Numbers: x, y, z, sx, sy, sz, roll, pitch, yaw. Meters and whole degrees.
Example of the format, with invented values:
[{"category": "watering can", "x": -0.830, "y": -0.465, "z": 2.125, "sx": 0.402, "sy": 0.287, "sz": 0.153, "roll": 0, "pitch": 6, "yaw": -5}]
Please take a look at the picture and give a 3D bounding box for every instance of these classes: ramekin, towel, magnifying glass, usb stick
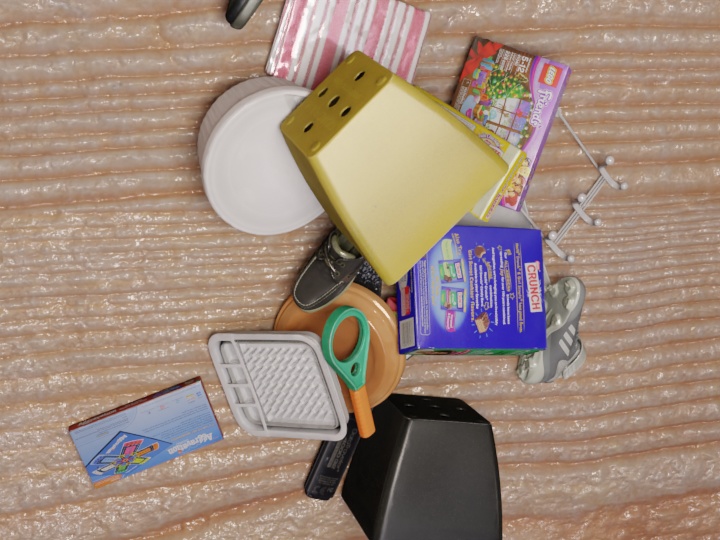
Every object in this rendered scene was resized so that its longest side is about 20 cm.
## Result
[{"category": "ramekin", "x": -0.117, "y": -0.154, "z": 1.309, "sx": 0.200, "sy": 0.094, "sz": 0.205, "roll": -14, "pitch": 126, "yaw": -20}, {"category": "towel", "x": -0.014, "y": -0.299, "z": 1.341, "sx": 0.198, "sy": 0.030, "sz": 0.148, "roll": 14, "pitch": 104, "yaw": -19}, {"category": "magnifying glass", "x": -0.008, "y": 0.140, "z": 1.379, "sx": 0.079, "sy": 0.022, "sz": 0.202, "roll": -35, "pitch": 127, "yaw": -37}, {"category": "usb stick", "x": -0.029, "y": 0.256, "z": 1.538, "sx": 0.055, "sy": 0.033, "sz": 0.202, "roll": 16, "pitch": 105, "yaw": -26}]

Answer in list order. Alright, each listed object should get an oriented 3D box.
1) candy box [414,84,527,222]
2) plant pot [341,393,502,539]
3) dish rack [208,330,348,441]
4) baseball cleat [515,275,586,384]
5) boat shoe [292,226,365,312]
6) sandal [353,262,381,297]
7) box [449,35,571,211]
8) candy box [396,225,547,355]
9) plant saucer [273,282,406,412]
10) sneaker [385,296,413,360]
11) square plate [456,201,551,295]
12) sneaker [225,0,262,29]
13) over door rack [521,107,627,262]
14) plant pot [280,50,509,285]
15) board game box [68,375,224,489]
[{"category": "candy box", "x": 0.118, "y": -0.157, "z": 1.342, "sx": 0.026, "sy": 0.200, "sz": 0.103, "roll": 18, "pitch": 107, "yaw": -53}, {"category": "plant pot", "x": 0.099, "y": 0.287, "z": 1.502, "sx": 0.197, "sy": 0.199, "sz": 0.180, "roll": 7, "pitch": 97, "yaw": -16}, {"category": "dish rack", "x": -0.109, "y": 0.154, "z": 1.425, "sx": 0.198, "sy": 0.044, "sz": 0.174, "roll": -2, "pitch": 116, "yaw": 34}, {"category": "baseball cleat", "x": 0.306, "y": 0.090, "z": 1.533, "sx": 0.105, "sy": 0.070, "sz": 0.201, "roll": 4, "pitch": 131, "yaw": -25}, {"category": "boat shoe", "x": -0.023, "y": -0.027, "z": 1.362, "sx": 0.201, "sy": 0.066, "sz": 0.072, "roll": -44, "pitch": 74, "yaw": 6}, {"category": "sandal", "x": 0.000, "y": 0.000, "z": 1.442, "sx": 0.074, "sy": 0.045, "sz": 0.202, "roll": 14, "pitch": 107, "yaw": -14}, {"category": "box", "x": 0.184, "y": -0.197, "z": 1.366, "sx": 0.135, "sy": 0.039, "sz": 0.202, "roll": 21, "pitch": 96, "yaw": 17}, {"category": "candy box", "x": 0.152, "y": 0.029, "z": 1.398, "sx": 0.197, "sy": 0.077, "sz": 0.172, "roll": 2, "pitch": 80, "yaw": -19}, {"category": "plant saucer", "x": -0.034, "y": 0.112, "z": 1.431, "sx": 0.197, "sy": 0.037, "sz": 0.203, "roll": 6, "pitch": 110, "yaw": 16}, {"category": "sneaker", "x": 0.049, "y": 0.082, "z": 1.464, "sx": 0.199, "sy": 0.078, "sz": 0.091, "roll": -32, "pitch": 109, "yaw": 10}, {"category": "square plate", "x": 0.166, "y": -0.015, "z": 1.488, "sx": 0.196, "sy": 0.028, "sz": 0.202, "roll": -24, "pitch": 113, "yaw": -4}, {"category": "sneaker", "x": -0.146, "y": -0.404, "z": 1.244, "sx": 0.113, "sy": 0.076, "sz": 0.202, "roll": 20, "pitch": 101, "yaw": -18}, {"category": "over door rack", "x": 0.281, "y": -0.124, "z": 1.437, "sx": 0.200, "sy": 0.066, "sz": 0.148, "roll": 41, "pitch": 84, "yaw": -27}, {"category": "plant pot", "x": 0.021, "y": -0.143, "z": 1.217, "sx": 0.200, "sy": 0.200, "sz": 0.176, "roll": -43, "pitch": 122, "yaw": 2}, {"category": "board game box", "x": -0.307, "y": 0.234, "z": 1.468, "sx": 0.198, "sy": 0.019, "sz": 0.104, "roll": -20, "pitch": 112, "yaw": -6}]
